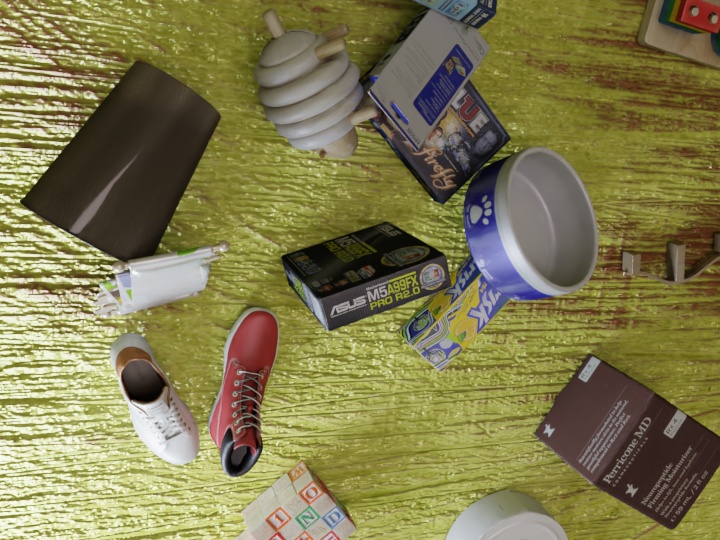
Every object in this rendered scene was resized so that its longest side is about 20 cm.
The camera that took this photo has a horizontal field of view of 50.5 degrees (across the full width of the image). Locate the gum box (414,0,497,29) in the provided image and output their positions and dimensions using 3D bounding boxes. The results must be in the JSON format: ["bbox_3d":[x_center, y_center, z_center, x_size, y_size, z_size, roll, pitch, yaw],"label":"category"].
[{"bbox_3d":[0.078,-0.407,0.917,0.200,0.045,0.170,15,72,-22],"label":"gum box"}]

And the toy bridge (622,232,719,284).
[{"bbox_3d":[0.506,-0.013,1.225,0.200,0.027,0.067,-11,110,-16],"label":"toy bridge"}]

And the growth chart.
[{"bbox_3d":[-0.241,0.016,0.900,0.145,0.200,0.018,-11,76,-24],"label":"growth chart"}]

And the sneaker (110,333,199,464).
[{"bbox_3d":[-0.264,0.182,0.980,0.073,0.085,0.200,-28,114,-12],"label":"sneaker"}]

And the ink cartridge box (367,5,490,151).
[{"bbox_3d":[0.078,-0.243,0.935,0.099,0.039,0.200,48,61,-24],"label":"ink cartridge box"}]

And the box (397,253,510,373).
[{"bbox_3d":[0.152,0.046,1.098,0.200,0.064,0.070,-47,114,-3],"label":"box"}]

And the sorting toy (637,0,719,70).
[{"bbox_3d":[0.525,-0.403,1.098,0.199,0.070,0.200,9,102,-21],"label":"sorting toy"}]

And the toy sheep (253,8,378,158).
[{"bbox_3d":[-0.059,-0.220,0.912,0.138,0.138,0.200,-32,117,-8],"label":"toy sheep"}]

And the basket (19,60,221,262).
[{"bbox_3d":[-0.257,-0.122,0.868,0.200,0.136,0.180,-59,159,-5],"label":"basket"}]

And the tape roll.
[{"bbox_3d":[0.237,0.464,1.244,0.202,0.071,0.203,-5,107,-17],"label":"tape roll"}]

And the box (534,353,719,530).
[{"bbox_3d":[0.423,0.267,1.201,0.200,0.164,0.166,32,93,-24],"label":"box"}]

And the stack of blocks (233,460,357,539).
[{"bbox_3d":[-0.121,0.387,1.102,0.200,0.059,0.115,-39,114,-5],"label":"stack of blocks"}]

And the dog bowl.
[{"bbox_3d":[0.233,-0.061,1.036,0.200,0.079,0.200,13,70,-39],"label":"dog bowl"}]

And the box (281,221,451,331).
[{"bbox_3d":[0.000,0.000,0.957,0.160,0.200,0.044,-19,110,-12],"label":"box"}]

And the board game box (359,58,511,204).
[{"bbox_3d":[0.095,-0.207,1.021,0.135,0.035,0.200,-44,114,-3],"label":"board game box"}]

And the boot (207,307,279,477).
[{"bbox_3d":[-0.141,0.156,0.983,0.072,0.144,0.200,14,99,-20],"label":"boot"}]
